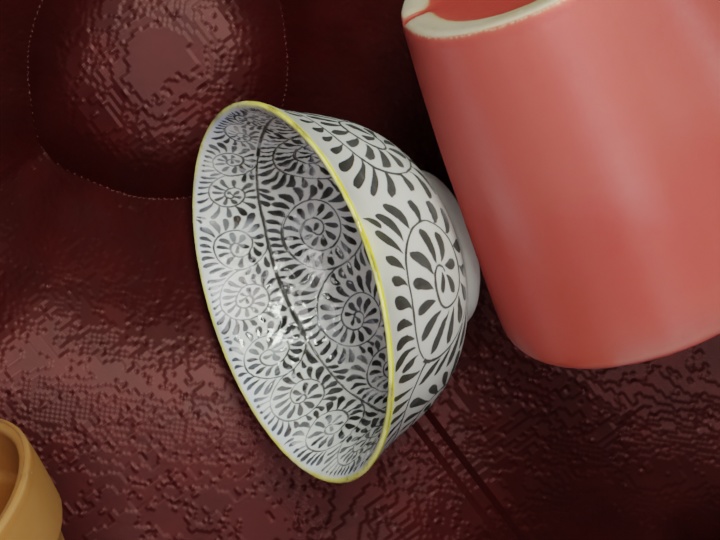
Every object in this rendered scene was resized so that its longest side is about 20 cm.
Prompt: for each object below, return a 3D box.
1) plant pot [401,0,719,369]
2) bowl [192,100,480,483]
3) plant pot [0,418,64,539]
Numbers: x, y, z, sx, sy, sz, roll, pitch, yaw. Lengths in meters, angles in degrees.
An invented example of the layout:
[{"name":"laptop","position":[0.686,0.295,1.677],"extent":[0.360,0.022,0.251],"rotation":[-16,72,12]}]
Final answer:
[{"name":"plant pot","position":[0.120,-0.082,1.017],"extent":[0.200,0.201,0.178],"rotation":[-27,116,6]},{"name":"bowl","position":[0.000,0.000,1.084],"extent":[0.094,0.201,0.201],"rotation":[-18,102,-27]},{"name":"plant pot","position":[-0.225,0.194,1.112],"extent":[0.200,0.200,0.140],"rotation":[-28,117,6]}]
